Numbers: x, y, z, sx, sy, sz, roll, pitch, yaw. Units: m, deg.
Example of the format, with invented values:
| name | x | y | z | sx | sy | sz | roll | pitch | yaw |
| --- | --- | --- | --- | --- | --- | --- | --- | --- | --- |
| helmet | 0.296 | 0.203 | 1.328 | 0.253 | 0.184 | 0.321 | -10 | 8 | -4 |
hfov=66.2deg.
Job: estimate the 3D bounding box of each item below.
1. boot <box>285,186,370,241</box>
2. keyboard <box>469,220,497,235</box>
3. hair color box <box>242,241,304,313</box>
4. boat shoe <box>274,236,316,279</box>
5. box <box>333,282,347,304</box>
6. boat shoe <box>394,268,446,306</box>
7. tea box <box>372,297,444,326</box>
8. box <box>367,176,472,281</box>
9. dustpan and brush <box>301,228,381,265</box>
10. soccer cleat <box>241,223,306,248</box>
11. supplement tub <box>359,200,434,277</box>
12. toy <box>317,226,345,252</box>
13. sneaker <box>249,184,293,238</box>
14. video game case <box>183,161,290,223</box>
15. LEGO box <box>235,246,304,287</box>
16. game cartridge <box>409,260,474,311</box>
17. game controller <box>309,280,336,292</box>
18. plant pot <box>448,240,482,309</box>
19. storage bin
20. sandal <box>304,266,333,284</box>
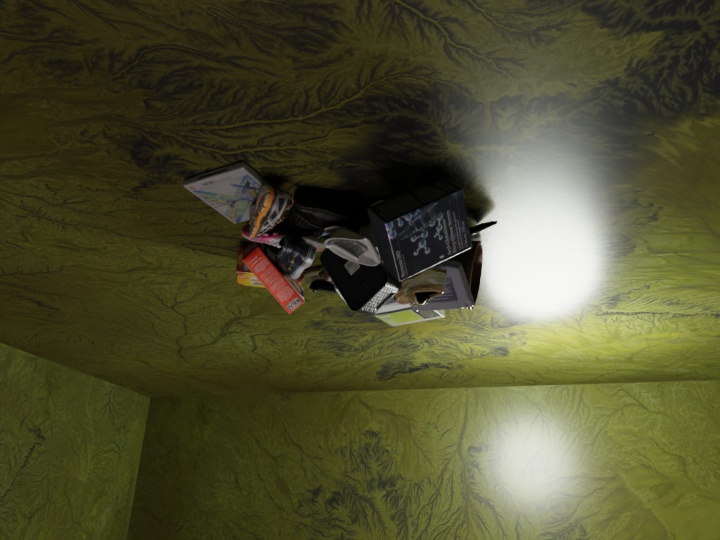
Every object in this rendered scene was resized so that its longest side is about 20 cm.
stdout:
| name | x | y | z | sx | sy | sz | roll | pitch | yaw |
| --- | --- | --- | --- | --- | --- | --- | --- | --- | --- |
| boot | -0.081 | -0.127 | 1.381 | 0.206 | 0.081 | 0.159 | 15 | 148 | -4 |
| keyboard | 0.252 | -0.098 | 1.401 | 0.197 | 0.040 | 0.103 | -22 | -179 | -38 |
| hair color box | -0.238 | 0.013 | 1.524 | 0.061 | 0.102 | 0.201 | -36 | 112 | 5 |
| boat shoe | -0.183 | -0.038 | 1.445 | 0.089 | 0.072 | 0.200 | 23 | 158 | -15 |
| box | 0.024 | 0.005 | 1.598 | 0.196 | 0.100 | 0.125 | -19 | 153 | 8 |
| boat shoe | 0.150 | 0.057 | 1.436 | 0.072 | 0.068 | 0.200 | 12 | 154 | -23 |
| tea box | 0.139 | 0.076 | 1.756 | 0.196 | 0.137 | 0.196 | -13 | 152 | 30 |
| box | 0.135 | -0.096 | 1.245 | 0.196 | 0.107 | 0.151 | -24 | 121 | -11 |
| dustpan and brush | -0.057 | -0.062 | 1.345 | 0.197 | 0.058 | 0.140 | 27 | 166 | 26 |
| soccer cleat | -0.218 | -0.084 | 1.481 | 0.194 | 0.071 | 0.088 | 0 | 133 | -1 |
| supplement tub | 0.102 | -0.079 | 1.400 | 0.142 | 0.148 | 0.199 | -16 | 151 | 34 |
| toy | -0.102 | -0.071 | 1.550 | 0.195 | 0.048 | 0.115 | -7 | 156 | 19 |
| sneaker | -0.222 | -0.133 | 1.336 | 0.075 | 0.080 | 0.200 | 3 | 158 | -26 |
| video game case | -0.296 | -0.183 | 1.344 | 0.178 | 0.023 | 0.200 | -10 | 154 | 24 |
| LEGO box | -0.271 | -0.001 | 1.654 | 0.195 | 0.079 | 0.149 | 7 | 163 | -11 |
| game cartridge | 0.201 | 0.040 | 1.480 | 0.197 | 0.041 | 0.135 | -7 | 114 | 43 |
| game controller | -0.070 | 0.066 | 1.832 | 0.195 | 0.043 | 0.104 | 8 | -173 | -15 |
| plant pot | 0.232 | 0.000 | 1.562 | 0.195 | 0.191 | 0.187 | 8 | 160 | 20 |
| storage bin | 0.000 | 0.000 | 1.465 | 0.135 | 0.202 | 0.093 | -42 | 154 | 16 |
| sandal | -0.100 | 0.017 | 1.732 | 0.198 | 0.059 | 0.079 | -19 | 149 | 37 |
